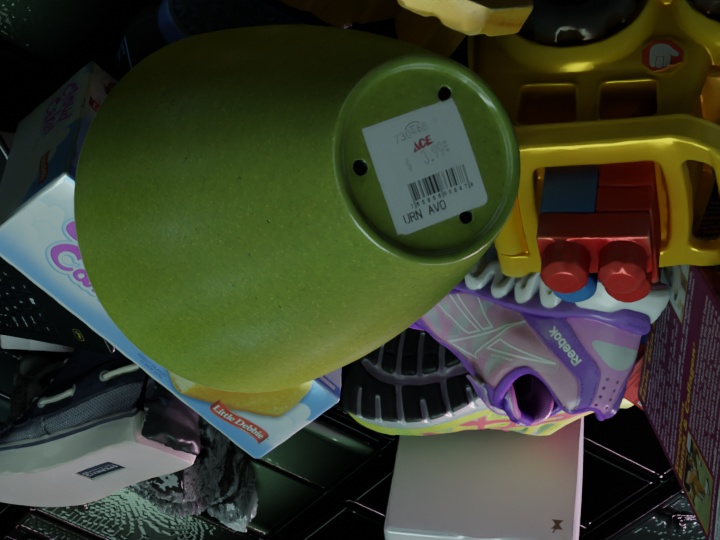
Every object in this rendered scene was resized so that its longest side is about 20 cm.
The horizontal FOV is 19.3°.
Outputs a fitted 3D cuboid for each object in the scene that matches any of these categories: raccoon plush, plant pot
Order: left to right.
[{"bbox_3d":[-0.158,0.127,1.409,0.134,0.097,0.200,5,141,16],"label":"raccoon plush"},{"bbox_3d":[-0.013,-0.039,0.997,0.187,0.187,0.200,28,163,-22],"label":"plant pot"}]

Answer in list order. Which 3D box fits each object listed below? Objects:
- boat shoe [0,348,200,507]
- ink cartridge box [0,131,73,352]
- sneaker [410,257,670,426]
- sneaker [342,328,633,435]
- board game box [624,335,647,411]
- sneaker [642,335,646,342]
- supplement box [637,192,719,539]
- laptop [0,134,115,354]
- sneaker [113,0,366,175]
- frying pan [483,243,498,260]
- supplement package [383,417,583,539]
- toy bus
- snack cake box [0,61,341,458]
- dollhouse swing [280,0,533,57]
[{"bbox_3d":[-0.167,0.084,1.291,0.200,0.093,0.075,-17,149,40],"label":"boat shoe"},{"bbox_3d":[-0.128,-0.020,1.258,0.176,0.045,0.200,7,140,0],"label":"ink cartridge box"},{"bbox_3d":[0.079,0.038,1.160,0.080,0.089,0.200,10,177,-37],"label":"sneaker"},{"bbox_3d":[0.086,0.074,1.313,0.200,0.078,0.090,-9,144,22],"label":"sneaker"},{"bbox_3d":[0.242,0.017,1.197,0.103,0.019,0.200,32,109,-26],"label":"board game box"},{"bbox_3d":[0.233,0.035,1.257,0.112,0.073,0.200,-25,128,15],"label":"sneaker"},{"bbox_3d":[0.218,0.058,1.088,0.103,0.200,0.131,-3,118,-7],"label":"supplement box"},{"bbox_3d":[-0.268,-0.005,1.214,0.200,0.103,0.177,7,132,46],"label":"laptop"},{"bbox_3d":[-0.039,-0.088,1.153,0.200,0.070,0.078,31,143,-21],"label":"sneaker"},{"bbox_3d":[0.011,0.007,1.254,0.190,0.031,0.115,-28,139,23],"label":"frying pan"},{"bbox_3d":[0.083,0.183,1.406,0.121,0.120,0.200,5,140,6],"label":"supplement package"},{"bbox_3d":[0.150,-0.060,1.054,0.200,0.192,0.136,-3,137,10],"label":"toy bus"},{"bbox_3d":[-0.100,-0.005,1.144,0.067,0.115,0.200,-37,117,26],"label":"snack cake box"},{"bbox_3d":[-0.030,-0.145,0.994,0.200,0.176,0.182,22,138,-17],"label":"dollhouse swing"}]
